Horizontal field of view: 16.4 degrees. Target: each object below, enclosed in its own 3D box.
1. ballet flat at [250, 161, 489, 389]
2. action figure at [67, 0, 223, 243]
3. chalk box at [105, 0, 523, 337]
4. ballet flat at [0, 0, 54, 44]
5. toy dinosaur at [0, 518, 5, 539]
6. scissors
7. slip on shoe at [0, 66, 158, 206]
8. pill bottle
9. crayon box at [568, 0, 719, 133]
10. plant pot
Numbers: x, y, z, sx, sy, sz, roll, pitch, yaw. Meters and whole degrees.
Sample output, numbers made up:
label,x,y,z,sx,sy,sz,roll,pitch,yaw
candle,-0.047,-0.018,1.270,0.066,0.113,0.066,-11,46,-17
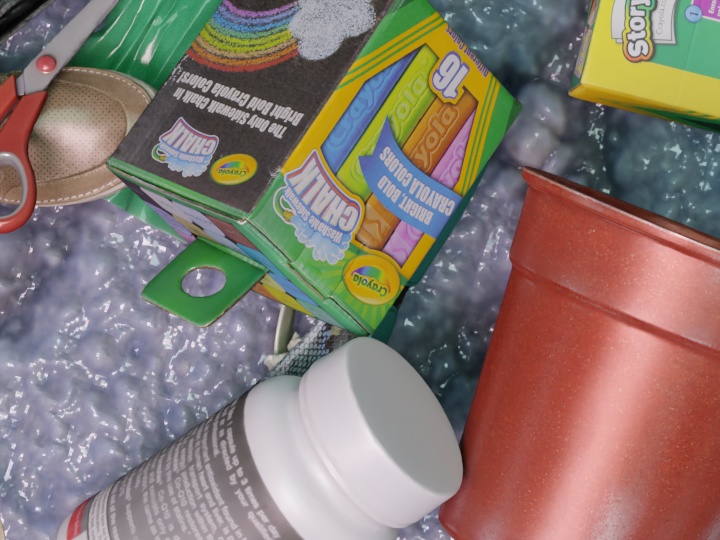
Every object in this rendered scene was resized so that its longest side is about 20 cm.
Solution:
label,x,y,z,sx,sy,sz,roll,pitch,yaw
ballet flat,0.000,0.000,1.376,0.074,0.074,0.200,28,84,0
action figure,-0.099,-0.129,1.382,0.118,0.055,0.200,29,91,1
chalk box,-0.035,-0.052,1.311,0.200,0.125,0.124,-56,133,-10
ballet flat,-0.176,-0.162,1.330,0.200,0.066,0.057,-41,50,-15
toy dinosaur,-0.273,0.078,1.377,0.200,0.058,0.101,16,102,7
scissors,-0.179,-0.103,1.319,0.073,0.014,0.200,18,63,7
slip on shoe,-0.203,-0.075,1.345,0.200,0.061,0.076,3,87,16
pill bottle,-0.052,0.127,1.309,0.200,0.114,0.114,-34,89,22
crayon box,0.225,-0.175,1.392,0.172,0.058,0.200,14,87,0
plant pot,0.143,0.071,1.321,0.201,0.201,0.195,22,95,-1
